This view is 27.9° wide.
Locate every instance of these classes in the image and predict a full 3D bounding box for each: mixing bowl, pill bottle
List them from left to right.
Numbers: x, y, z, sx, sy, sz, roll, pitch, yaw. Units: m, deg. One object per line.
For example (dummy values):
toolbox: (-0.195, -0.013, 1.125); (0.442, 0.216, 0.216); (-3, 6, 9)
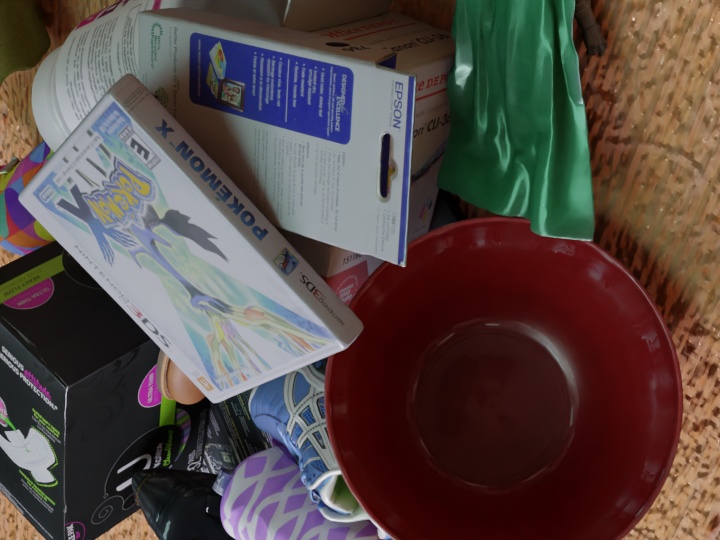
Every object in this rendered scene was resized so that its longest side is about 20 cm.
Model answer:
pill bottle: (-0.134, -0.130, 0.970); (0.199, 0.113, 0.114); (-11, 108, 50)
mixing bowl: (0.081, 0.076, 0.850); (0.201, 0.200, 0.108); (51, 177, 7)

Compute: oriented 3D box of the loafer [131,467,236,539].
loafer: (-0.094, 0.191, 1.127); (0.072, 0.073, 0.200); (33, 179, 42)

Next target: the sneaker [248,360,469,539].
sneaker: (-0.018, 0.116, 0.967); (0.199, 0.077, 0.076); (15, 140, 49)

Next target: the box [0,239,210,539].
box: (-0.202, 0.085, 1.093); (0.124, 0.148, 0.201); (39, 140, 25)

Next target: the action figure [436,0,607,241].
action figure: (0.089, -0.127, 0.780); (0.117, 0.054, 0.202); (20, 122, 39)

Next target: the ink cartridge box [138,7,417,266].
ink cartridge box: (-0.040, -0.075, 0.764); (0.199, 0.039, 0.100); (20, 115, 37)

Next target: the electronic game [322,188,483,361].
electronic game: (0.000, 0.000, 0.973); (0.199, 0.042, 0.202); (18, 121, 33)

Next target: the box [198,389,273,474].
box: (-0.100, 0.073, 1.131); (0.159, 0.043, 0.202); (-2, 114, 48)

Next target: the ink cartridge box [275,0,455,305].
ink cartridge box: (0.000, -0.078, 0.836); (0.067, 0.116, 0.202); (25, 119, 25)

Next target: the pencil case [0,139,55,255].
pencil case: (-0.232, -0.071, 1.144); (0.199, 0.088, 0.089); (-20, 100, 50)

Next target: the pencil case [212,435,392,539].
pencil case: (-0.013, 0.191, 0.999); (0.199, 0.084, 0.086); (31, 93, 42)

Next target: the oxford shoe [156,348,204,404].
oxford shoe: (-0.082, 0.039, 0.987); (0.071, 0.071, 0.200); (44, 133, 9)

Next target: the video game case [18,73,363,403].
video game case: (-0.106, -0.008, 0.834); (0.182, 0.022, 0.200); (47, 151, -9)

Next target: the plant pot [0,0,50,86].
plant pot: (-0.333, -0.216, 1.086); (0.199, 0.200, 0.185); (-1, 127, 47)
